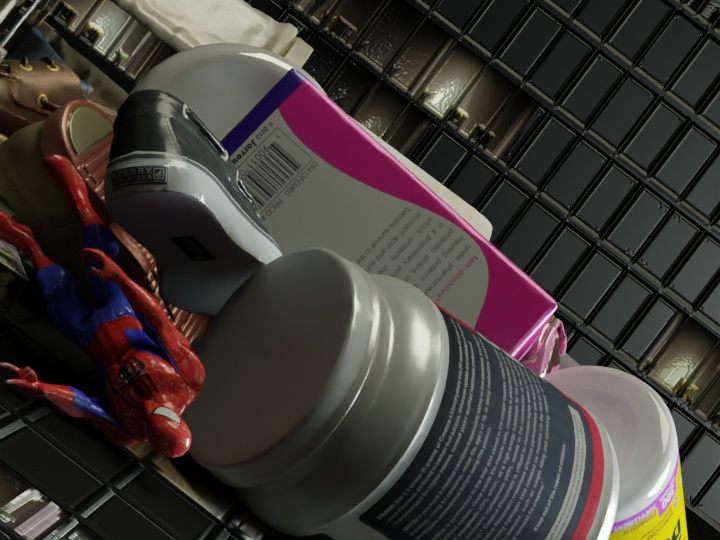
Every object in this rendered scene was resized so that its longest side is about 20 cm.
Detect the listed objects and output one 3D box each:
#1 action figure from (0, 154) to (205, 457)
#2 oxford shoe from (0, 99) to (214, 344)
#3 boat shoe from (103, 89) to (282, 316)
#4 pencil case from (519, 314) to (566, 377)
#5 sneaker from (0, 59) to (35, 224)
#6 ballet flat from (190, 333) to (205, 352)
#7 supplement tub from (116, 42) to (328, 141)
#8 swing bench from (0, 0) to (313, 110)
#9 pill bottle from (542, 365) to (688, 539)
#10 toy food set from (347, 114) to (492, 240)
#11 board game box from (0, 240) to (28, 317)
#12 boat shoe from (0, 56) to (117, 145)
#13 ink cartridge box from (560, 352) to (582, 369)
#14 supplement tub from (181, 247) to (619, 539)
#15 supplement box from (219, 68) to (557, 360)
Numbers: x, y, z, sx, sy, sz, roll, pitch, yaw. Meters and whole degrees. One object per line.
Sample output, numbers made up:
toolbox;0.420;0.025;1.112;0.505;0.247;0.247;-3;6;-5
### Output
action figure;-0.137;0.012;1.335;0.099;0.065;0.200;40;10;-48
oxford shoe;-0.132;0.000;1.554;0.200;0.074;0.071;60;30;-17
boat shoe;-0.079;-0.030;1.423;0.068;0.057;0.200;-5;-21;10
pencil case;0.024;0.057;1.695;0.199;0.083;0.086;6;8;18
sneaker;-0.218;-0.089;1.749;0.200;0.090;0.067;40;4;29
ballet flat;-0.057;0.061;1.534;0.069;0.070;0.200;39;1;30
supplement tub;-0.096;-0.052;1.747;0.145;0.145;0.200;37;-15;-6
swing bench;-0.168;-0.138;1.967;0.199;0.200;0.130;37;4;-4
pill bottle;0.139;0.152;1.646;0.104;0.104;0.200;40;-22;33
toy food set;-0.028;-0.011;1.923;0.143;0.200;0.061;36;34;-19
board game box;-0.238;-0.042;1.490;0.120;0.032;0.200;32;5;-18
boat shoe;-0.188;-0.087;1.583;0.200;0.068;0.072;27;-15;-25
ink cartridge box;0.103;0.117;1.860;0.200;0.137;0.076;41;-1;39
supplement tub;0.022;0.089;1.427;0.200;0.141;0.140;35;4;-33
supplement box;0.000;0.000;1.588;0.200;0.101;0.103;42;-15;7
